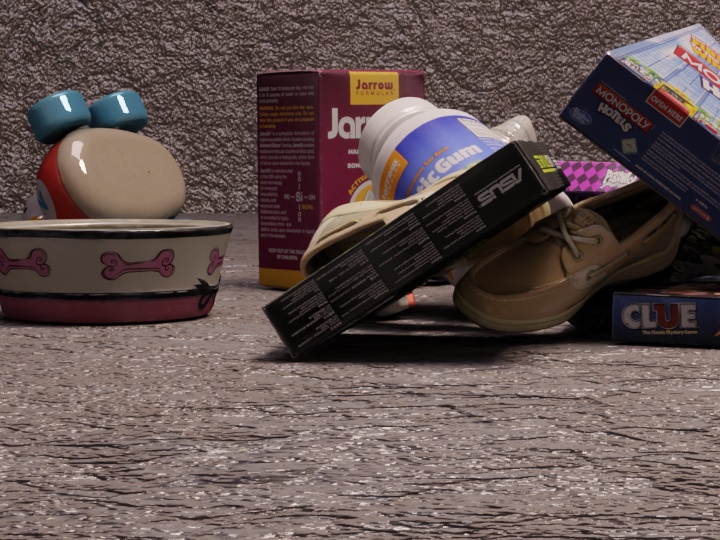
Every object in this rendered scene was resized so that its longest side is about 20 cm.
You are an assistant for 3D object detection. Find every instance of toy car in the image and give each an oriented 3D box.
[{"bbox_3d":[-0.295,-0.056,2.193,0.200,0.185,0.177,-32,-13,30],"label":"toy car"}]

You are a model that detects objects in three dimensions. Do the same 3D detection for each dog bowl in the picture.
[{"bbox_3d":[-0.201,-0.001,1.702,0.199,0.074,0.200,0,3,0],"label":"dog bowl"}]

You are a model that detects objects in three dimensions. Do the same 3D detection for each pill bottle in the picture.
[{"bbox_3d":[0.078,-0.061,1.716,0.112,0.112,0.200,-3,29,-31],"label":"pill bottle"}]

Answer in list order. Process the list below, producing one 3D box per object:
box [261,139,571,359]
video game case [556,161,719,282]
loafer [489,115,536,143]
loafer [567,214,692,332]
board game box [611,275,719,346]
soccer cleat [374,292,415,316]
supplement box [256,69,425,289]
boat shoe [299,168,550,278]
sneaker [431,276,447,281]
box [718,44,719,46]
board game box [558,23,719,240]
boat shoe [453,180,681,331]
[{"bbox_3d":[0.043,-0.018,1.445,0.200,0.048,0.193,-33,0,9],"label":"box"},{"bbox_3d":[0.275,-0.032,1.791,0.181,0.036,0.200,34,-15,-29],"label":"video game case"},{"bbox_3d":[0.132,-0.055,1.868,0.070,0.070,0.200,34,-26,23],"label":"loafer"},{"bbox_3d":[0.197,0.009,1.618,0.073,0.073,0.200,28,31,17],"label":"loafer"},{"bbox_3d":[0.276,0.028,1.520,0.135,0.035,0.200,2,4,27],"label":"board game box"},{"bbox_3d":[0.000,0.000,1.742,0.077,0.070,0.200,-3,7,-2],"label":"soccer cleat"},{"bbox_3d":[-0.016,-0.084,1.982,0.131,0.201,0.103,-4,5,-38],"label":"supplement box"},{"bbox_3d":[0.046,-0.024,1.583,0.199,0.072,0.065,-9,25,32],"label":"boat shoe"},{"bbox_3d":[0.128,-0.018,2.056,0.199,0.076,0.078,-10,16,-20],"label":"sneaker"},{"bbox_3d":[0.361,-0.079,1.689,0.200,0.097,0.176,42,9,24],"label":"box"},{"bbox_3d":[0.254,-0.100,1.543,0.200,0.062,0.200,37,27,0],"label":"board game box"},{"bbox_3d":[0.149,-0.017,1.504,0.199,0.065,0.072,-20,48,-32],"label":"boat shoe"}]
